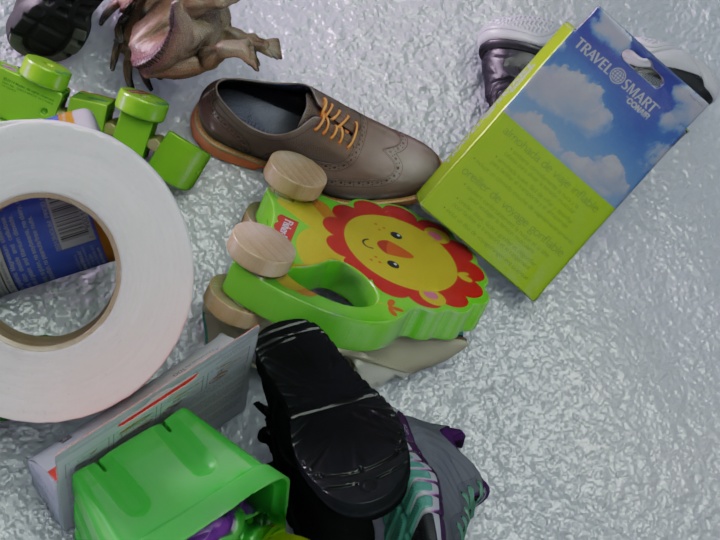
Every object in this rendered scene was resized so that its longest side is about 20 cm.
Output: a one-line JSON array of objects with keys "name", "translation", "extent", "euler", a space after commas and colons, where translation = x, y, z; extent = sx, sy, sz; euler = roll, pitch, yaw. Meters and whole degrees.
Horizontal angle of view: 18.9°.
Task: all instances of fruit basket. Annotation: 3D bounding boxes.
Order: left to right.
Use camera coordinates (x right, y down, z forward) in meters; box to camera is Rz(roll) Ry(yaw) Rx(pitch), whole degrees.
[{"name": "fruit basket", "translation": [-0.091, 0.215, 1.439], "extent": [0.155, 0.216, 0.216], "euler": [-30, 80, -22]}]

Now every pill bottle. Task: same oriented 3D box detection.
[{"name": "pill bottle", "translation": [-0.269, -0.034, 1.526], "extent": [0.200, 0.112, 0.112], "euler": [-18, 75, -3]}]

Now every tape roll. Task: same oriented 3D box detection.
[{"name": "tape roll", "translation": [-0.212, -0.002, 1.442], "extent": [0.202, 0.071, 0.203], "euler": [0, 94, -5]}]

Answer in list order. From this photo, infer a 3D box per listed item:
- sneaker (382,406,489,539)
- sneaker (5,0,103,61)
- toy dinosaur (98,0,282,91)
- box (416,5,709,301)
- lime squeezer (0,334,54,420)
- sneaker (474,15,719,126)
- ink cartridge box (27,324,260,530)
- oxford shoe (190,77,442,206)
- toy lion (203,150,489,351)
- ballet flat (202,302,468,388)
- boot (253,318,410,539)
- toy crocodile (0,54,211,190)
[{"name": "sneaker", "translation": [0.061, 0.167, 1.527], "extent": [0.087, 0.074, 0.200], "euler": [9, 34, -19]}, {"name": "sneaker", "translation": [-0.199, -0.232, 1.586], "extent": [0.075, 0.200, 0.079], "euler": [26, 51, -31]}, {"name": "toy dinosaur", "translation": [-0.140, -0.174, 1.592], "extent": [0.135, 0.200, 0.086], "euler": [-12, 103, 9]}, {"name": "box", "translation": [0.151, -0.091, 1.632], "extent": [0.122, 0.048, 0.200], "euler": [39, 99, -13]}, {"name": "lime squeezer", "translation": [-0.234, 0.092, 1.546], "extent": [0.200, 0.038, 0.071], "euler": [-41, 116, -24]}, {"name": "sneaker", "translation": [0.184, -0.127, 1.710], "extent": [0.200, 0.075, 0.114], "euler": [12, 73, -9]}, {"name": "ink cartridge box", "translation": [-0.148, 0.093, 1.461], "extent": [0.163, 0.200, 0.057], "euler": [-33, 72, -16]}, {"name": "oxford shoe", "translation": [-0.028, -0.099, 1.641], "extent": [0.200, 0.073, 0.071], "euler": [13, 68, -10]}, {"name": "toy lion", "translation": [0.000, 0.000, 1.574], "extent": [0.192, 0.069, 0.200], "euler": [25, 28, -2]}, {"name": "ballet flat", "translation": [-0.022, 0.058, 1.597], "extent": [0.200, 0.069, 0.070], "euler": [11, 68, -8]}, {"name": "boot", "translation": [-0.017, 0.144, 1.463], "extent": [0.073, 0.163, 0.198], "euler": [-19, 40, -14]}, {"name": "toy crocodile", "translation": [-0.208, -0.114, 1.610], "extent": [0.200, 0.062, 0.068], "euler": [19, 102, -2]}]
